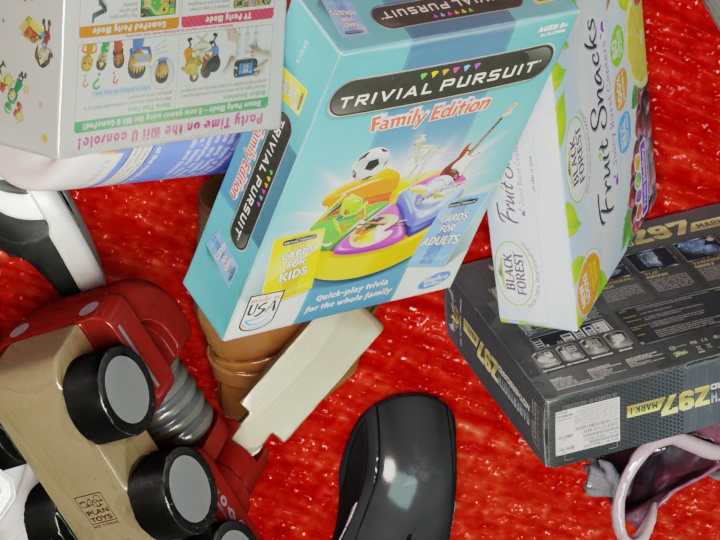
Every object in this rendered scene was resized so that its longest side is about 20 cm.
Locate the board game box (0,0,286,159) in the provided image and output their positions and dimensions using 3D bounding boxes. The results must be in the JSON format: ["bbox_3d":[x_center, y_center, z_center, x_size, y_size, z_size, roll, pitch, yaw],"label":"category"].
[{"bbox_3d":[-0.100,-0.160,1.306,0.147,0.064,0.202,-11,109,-47],"label":"board game box"}]

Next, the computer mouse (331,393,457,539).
[{"bbox_3d":[0.043,0.172,1.734,0.139,0.046,0.201,7,115,-24],"label":"computer mouse"}]

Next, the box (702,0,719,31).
[{"bbox_3d":[0.265,-0.190,1.528,0.171,0.200,0.199,-35,124,3],"label":"box"}]

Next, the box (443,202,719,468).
[{"bbox_3d":[0.166,0.032,1.637,0.199,0.158,0.051,-13,123,-16],"label":"box"}]

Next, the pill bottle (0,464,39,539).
[{"bbox_3d":[-0.246,0.085,1.501,0.199,0.113,0.113,19,110,-30],"label":"pill bottle"}]

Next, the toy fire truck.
[{"bbox_3d":[-0.089,0.067,1.507,0.128,0.200,0.177,-17,117,31],"label":"toy fire truck"}]

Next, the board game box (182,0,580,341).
[{"bbox_3d":[0.009,-0.061,1.442,0.150,0.047,0.201,-14,143,-35],"label":"board game box"}]

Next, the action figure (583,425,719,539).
[{"bbox_3d":[0.236,0.088,1.713,0.198,0.149,0.135,6,110,-9],"label":"action figure"}]

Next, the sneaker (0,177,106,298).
[{"bbox_3d":[-0.225,-0.047,1.493,0.111,0.073,0.201,-31,117,1],"label":"sneaker"}]

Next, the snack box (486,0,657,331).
[{"bbox_3d":[0.112,-0.090,1.561,0.053,0.142,0.201,8,126,25],"label":"snack box"}]

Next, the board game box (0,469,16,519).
[{"bbox_3d":[-0.304,0.130,1.397,0.200,0.026,0.201,37,86,-17],"label":"board game box"}]

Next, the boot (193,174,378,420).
[{"bbox_3d":[0.000,0.000,1.606,0.199,0.077,0.156,-21,131,-22],"label":"boot"}]

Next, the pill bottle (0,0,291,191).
[{"bbox_3d":[-0.095,-0.103,1.460,0.199,0.112,0.113,-7,123,-44],"label":"pill bottle"}]
